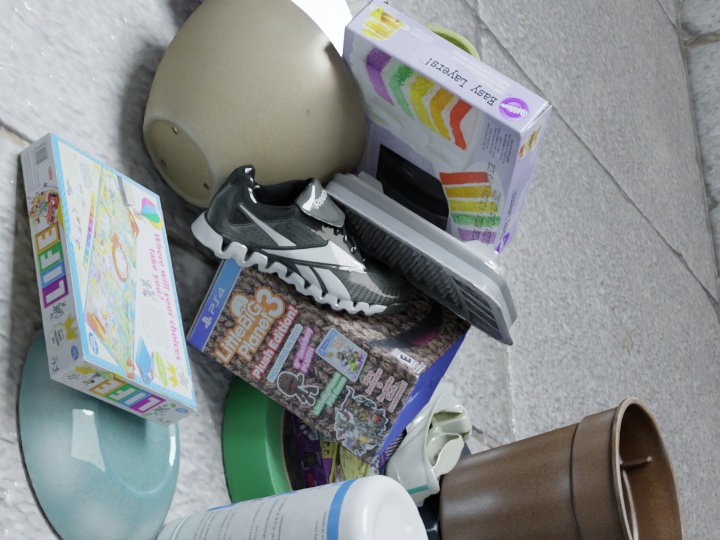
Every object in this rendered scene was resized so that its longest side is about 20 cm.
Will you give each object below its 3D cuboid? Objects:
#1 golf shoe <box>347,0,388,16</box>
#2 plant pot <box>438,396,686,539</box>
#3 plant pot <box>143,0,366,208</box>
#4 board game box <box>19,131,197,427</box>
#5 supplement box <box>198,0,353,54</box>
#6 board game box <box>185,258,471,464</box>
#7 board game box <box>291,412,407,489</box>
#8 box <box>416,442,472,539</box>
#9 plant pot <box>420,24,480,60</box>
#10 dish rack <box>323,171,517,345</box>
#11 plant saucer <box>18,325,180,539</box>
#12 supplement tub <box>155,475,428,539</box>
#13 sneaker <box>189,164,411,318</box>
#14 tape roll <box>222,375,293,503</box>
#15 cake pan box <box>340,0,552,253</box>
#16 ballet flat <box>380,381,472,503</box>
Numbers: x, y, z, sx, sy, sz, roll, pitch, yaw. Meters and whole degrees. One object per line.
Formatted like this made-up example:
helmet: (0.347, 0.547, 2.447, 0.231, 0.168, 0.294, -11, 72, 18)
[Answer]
golf shoe: (0.027, -0.224, 1.814, 0.079, 0.096, 0.201, -83, 150, -42)
plant pot: (0.193, 0.241, 1.542, 0.200, 0.196, 0.203, 43, 40, -51)
plant pot: (-0.111, -0.130, 1.383, 0.134, 0.199, 0.202, -41, 118, -30)
board game box: (-0.193, 0.008, 1.215, 0.134, 0.034, 0.202, 33, 36, -51)
supplement box: (-0.068, -0.218, 1.503, 0.100, 0.103, 0.202, -26, 98, -26)
board game box: (-0.025, 0.055, 1.413, 0.199, 0.098, 0.159, 33, 24, 10)
board game box: (-0.004, 0.165, 1.502, 0.199, 0.032, 0.122, -1, 75, -66)
box: (0.084, 0.302, 1.640, 0.202, 0.106, 0.149, 64, 27, -23)
plant pot: (0.055, -0.134, 1.742, 0.185, 0.198, 0.202, 68, 23, -43)
dish rack: (0.057, -0.017, 1.398, 0.044, 0.199, 0.172, -56, 162, -8)
plant saucer: (-0.187, 0.123, 1.224, 0.201, 0.038, 0.203, 43, 40, -50)
supplement tub: (-0.054, 0.243, 1.256, 0.132, 0.198, 0.134, 42, 41, -52)
sneaker: (-0.037, -0.028, 1.327, 0.198, 0.091, 0.067, 23, 23, -12)
tape roll: (-0.057, 0.177, 1.471, 0.200, 0.048, 0.203, 44, 39, -51)
cake pan box: (0.063, -0.115, 1.372, 0.052, 0.183, 0.201, -45, 162, -28)
ballet flat: (0.077, 0.168, 1.570, 0.070, 0.069, 0.200, 67, 25, -19)
